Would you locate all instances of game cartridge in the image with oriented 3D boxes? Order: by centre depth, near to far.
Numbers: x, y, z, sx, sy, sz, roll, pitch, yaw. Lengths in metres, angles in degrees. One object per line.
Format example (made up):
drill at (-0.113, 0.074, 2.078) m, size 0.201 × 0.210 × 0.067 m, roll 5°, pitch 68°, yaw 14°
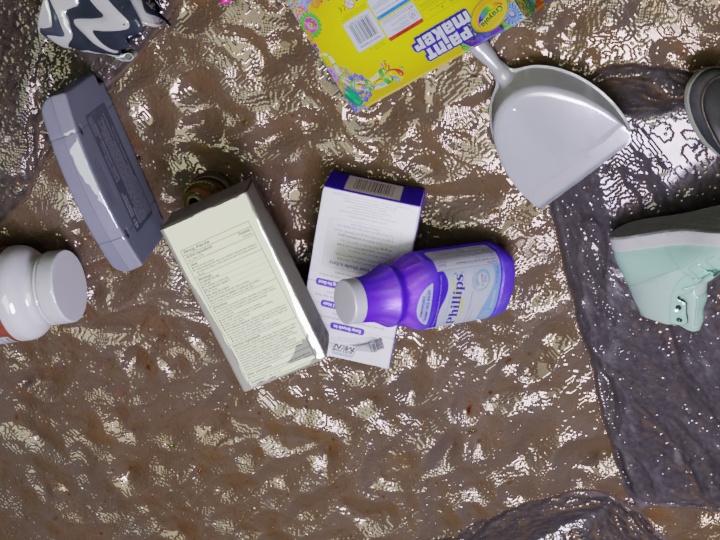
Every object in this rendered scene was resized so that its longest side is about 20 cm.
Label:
game cartridge at (-0.276, -0.105, 1.187) m, size 0.040 × 0.133 × 0.201 m, roll -18°, pitch 108°, yaw 8°

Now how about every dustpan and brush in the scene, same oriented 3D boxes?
dustpan and brush at (0.166, -0.176, 1.132) m, size 0.200 × 0.057 × 0.139 m, roll 41°, pitch 125°, yaw -15°

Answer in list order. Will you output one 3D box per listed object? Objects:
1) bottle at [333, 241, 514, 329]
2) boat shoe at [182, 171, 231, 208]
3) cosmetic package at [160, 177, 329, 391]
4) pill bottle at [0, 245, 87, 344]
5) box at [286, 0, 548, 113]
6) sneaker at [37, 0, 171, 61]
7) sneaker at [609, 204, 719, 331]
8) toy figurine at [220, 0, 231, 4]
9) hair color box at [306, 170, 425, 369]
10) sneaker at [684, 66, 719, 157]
bottle at (0.069, 0.020, 1.162) m, size 0.199 × 0.065 × 0.084 m, roll -8°, pitch 120°, yaw -30°
boat shoe at (-0.147, -0.009, 1.241) m, size 0.072 × 0.068 × 0.201 m, roll -23°, pitch 108°, yaw 16°
cosmetic package at (-0.119, 0.015, 1.172) m, size 0.105 × 0.071 × 0.201 m, roll -21°, pitch 106°, yaw 8°
pill bottle at (-0.428, 0.031, 1.282) m, size 0.199 × 0.112 × 0.113 m, roll -8°, pitch 111°, yaw 13°
box at (0.078, -0.265, 0.990) m, size 0.199 × 0.193 × 0.122 m, roll -22°, pitch 106°, yaw 42°
sneaker at (-0.245, -0.304, 1.127) m, size 0.129 × 0.080 × 0.200 m, roll 24°, pitch 114°, yaw -3°
sneaker at (0.362, 0.000, 1.128) m, size 0.200 × 0.074 × 0.119 m, roll -5°, pitch 114°, yaw 46°
toy figurine at (-0.158, -0.356, 1.065) m, size 0.149 × 0.201 × 0.184 m, roll -6°, pitch 135°, yaw 35°
hair color box at (0.000, 0.000, 1.223) m, size 0.109 × 0.065 × 0.201 m, roll 12°, pitch 113°, yaw 3°
sneaker at (0.404, -0.119, 1.071) m, size 0.075 × 0.106 × 0.200 m, roll -45°, pitch 105°, yaw 1°
